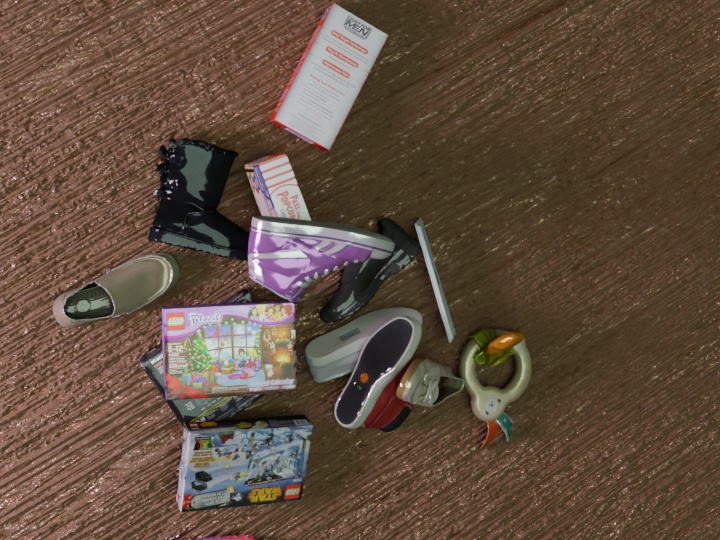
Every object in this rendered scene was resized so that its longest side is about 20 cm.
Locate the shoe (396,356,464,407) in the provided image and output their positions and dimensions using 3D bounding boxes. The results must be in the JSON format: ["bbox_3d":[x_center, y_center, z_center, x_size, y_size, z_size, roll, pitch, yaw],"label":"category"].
[{"bbox_3d":[0.111,0.174,1.685,0.053,0.200,0.070,24,97,21],"label":"shoe"}]

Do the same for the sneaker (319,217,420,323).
[{"bbox_3d":[0.000,0.000,1.713,0.091,0.076,0.200,46,75,-6],"label":"sneaker"}]

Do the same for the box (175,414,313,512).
[{"bbox_3d":[-0.179,0.296,1.671,0.199,0.040,0.138,0,111,-26],"label":"box"}]

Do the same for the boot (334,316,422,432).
[{"bbox_3d":[0.058,0.165,1.708,0.144,0.072,0.201,17,109,-50],"label":"boot"}]

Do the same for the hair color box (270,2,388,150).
[{"bbox_3d":[-0.049,-0.296,1.673,0.101,0.061,0.201,28,90,-13],"label":"hair color box"}]

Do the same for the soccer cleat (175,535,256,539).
[{"bbox_3d":[-0.205,0.447,1.712,0.199,0.068,0.074,18,68,-10],"label":"soccer cleat"}]

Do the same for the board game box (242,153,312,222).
[{"bbox_3d":[-0.118,-0.094,1.605,0.046,0.200,0.152,-22,100,-10],"label":"board game box"}]

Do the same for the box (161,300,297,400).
[{"bbox_3d":[-0.195,0.118,1.624,0.199,0.039,0.138,-3,95,-12],"label":"box"}]

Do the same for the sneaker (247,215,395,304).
[{"bbox_3d":[-0.056,-0.009,1.493,0.199,0.073,0.115,6,98,-3],"label":"sneaker"}]

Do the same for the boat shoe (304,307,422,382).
[{"bbox_3d":[0.009,0.122,1.725,0.199,0.072,0.069,-25,129,-20],"label":"boat shoe"}]

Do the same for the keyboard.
[{"bbox_3d":[0.120,0.015,1.743,0.011,0.056,0.201,-15,99,9],"label":"keyboard"}]

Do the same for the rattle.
[{"bbox_3d":[0.235,0.197,1.746,0.130,0.143,0.201,7,88,-31],"label":"rattle"}]

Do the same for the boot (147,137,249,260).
[{"bbox_3d":[-0.222,-0.107,1.649,0.197,0.073,0.163,13,89,-13],"label":"boot"}]

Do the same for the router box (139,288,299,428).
[{"bbox_3d":[-0.217,0.145,1.675,0.199,0.062,0.150,-33,102,-8],"label":"router box"}]

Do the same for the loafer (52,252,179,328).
[{"bbox_3d":[-0.364,0.035,1.629,0.199,0.068,0.076,-26,100,-9],"label":"loafer"}]
